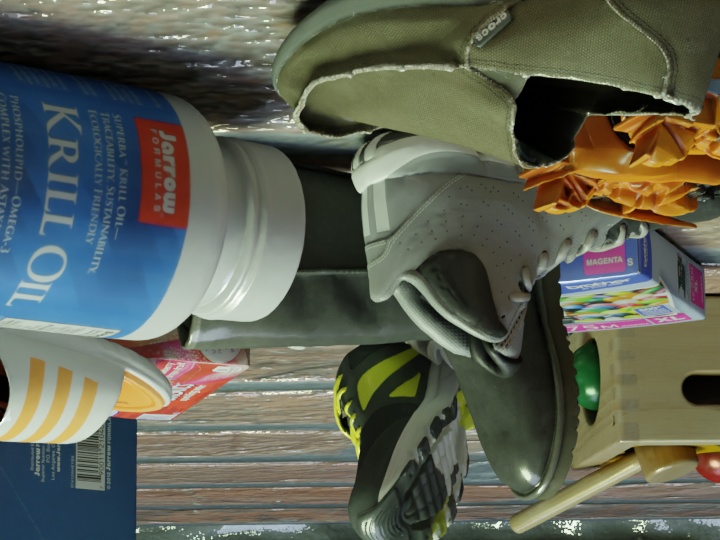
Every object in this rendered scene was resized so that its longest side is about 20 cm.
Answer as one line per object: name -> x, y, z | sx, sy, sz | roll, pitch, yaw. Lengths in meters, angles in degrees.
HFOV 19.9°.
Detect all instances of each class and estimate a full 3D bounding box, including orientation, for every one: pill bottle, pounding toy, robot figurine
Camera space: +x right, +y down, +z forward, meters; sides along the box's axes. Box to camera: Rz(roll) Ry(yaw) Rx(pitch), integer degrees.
pill bottle -> -0.127, -0.029, 0.889 | 0.198, 0.114, 0.112 | 6, 166, -36
pounding toy -> 0.217, 0.106, 1.468 | 0.198, 0.144, 0.184 | 0, 167, -7
robot figurine -> 0.178, -0.052, 0.931 | 0.198, 0.059, 0.145 | 7, 162, -29

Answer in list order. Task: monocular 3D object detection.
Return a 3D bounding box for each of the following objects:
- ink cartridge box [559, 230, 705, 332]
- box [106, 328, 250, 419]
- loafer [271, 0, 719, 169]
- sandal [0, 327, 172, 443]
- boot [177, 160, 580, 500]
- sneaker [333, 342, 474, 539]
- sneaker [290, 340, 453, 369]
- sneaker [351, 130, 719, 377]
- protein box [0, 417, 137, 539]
ink cartridge box -> 0.129, 0.003, 1.237 | 0.118, 0.042, 0.200 | -7, 165, 21
box -> -0.130, 0.022, 1.156 | 0.099, 0.097, 0.200 | 5, 166, -17
loafer -> 0.049, -0.075, 0.789 | 0.199, 0.070, 0.075 | -10, 165, 35
sandal -> -0.190, 0.051, 0.999 | 0.205, 0.060, 0.079 | 22, 155, -31
boot -> 0.007, 0.029, 1.032 | 0.198, 0.184, 0.072 | 0, 164, -30
sneaker -> 0.019, 0.089, 1.167 | 0.084, 0.075, 0.200 | 1, -150, 18
sneaker -> 0.000, 0.000, 1.163 | 0.198, 0.075, 0.081 | 5, 136, 27
sneaker -> 0.091, -0.004, 1.014 | 0.198, 0.117, 0.075 | 2, 168, -13
protein box -> -0.257, 0.105, 1.282 | 0.199, 0.201, 0.134 | 10, 163, -40
